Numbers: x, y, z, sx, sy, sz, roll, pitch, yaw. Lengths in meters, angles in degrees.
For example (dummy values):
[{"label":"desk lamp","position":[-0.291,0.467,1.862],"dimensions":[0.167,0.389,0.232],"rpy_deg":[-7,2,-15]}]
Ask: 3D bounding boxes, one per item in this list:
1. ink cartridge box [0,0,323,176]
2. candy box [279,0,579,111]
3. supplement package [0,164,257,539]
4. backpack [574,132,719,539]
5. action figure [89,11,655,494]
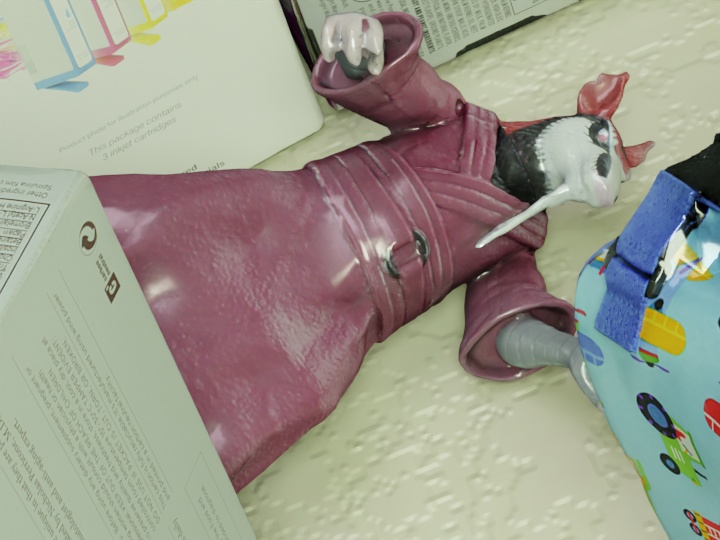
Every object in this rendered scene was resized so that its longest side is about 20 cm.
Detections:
[{"label":"ink cartridge box","position":[-0.115,-0.120,0.922],"dimensions":[0.125,0.201,0.129],"rpy_deg":[-29,43,-8]},{"label":"candy box","position":[0.053,-0.152,0.988],"dimensions":[0.199,0.061,0.137],"rpy_deg":[-24,42,-3]},{"label":"supplement package","position":[-0.134,0.108,0.710],"dimensions":[0.146,0.192,0.201],"rpy_deg":[4,48,26]},{"label":"backpack","position":[0.167,0.049,0.648],"dimensions":[0.134,0.183,0.200],"rpy_deg":[-39,43,-14]},{"label":"action figure","position":[0.000,0.000,0.858],"dimensions":[0.199,0.135,0.149],"rpy_deg":[-23,-1,-19]}]
